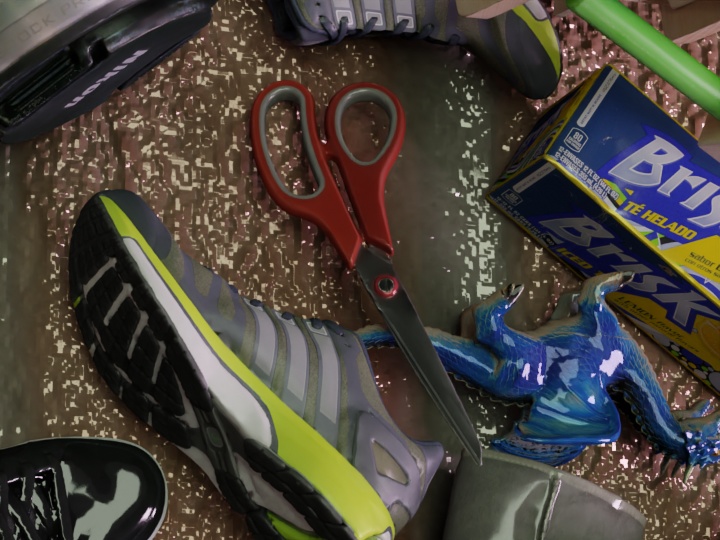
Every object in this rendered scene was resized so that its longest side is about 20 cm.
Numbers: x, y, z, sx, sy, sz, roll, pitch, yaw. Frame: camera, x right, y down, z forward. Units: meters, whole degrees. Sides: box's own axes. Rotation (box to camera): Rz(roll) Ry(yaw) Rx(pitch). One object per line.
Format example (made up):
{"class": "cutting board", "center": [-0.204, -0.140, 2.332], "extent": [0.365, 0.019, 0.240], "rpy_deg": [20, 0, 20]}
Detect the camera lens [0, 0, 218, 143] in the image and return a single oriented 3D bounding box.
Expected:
{"class": "camera lens", "center": [-0.157, -0.164, 0.839], "extent": [0.160, 0.160, 0.201], "rpy_deg": [-31, 89, -24]}

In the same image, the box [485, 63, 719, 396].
{"class": "box", "center": [0.162, -0.004, 0.966], "extent": [0.200, 0.070, 0.064], "rpy_deg": [39, 65, -8]}

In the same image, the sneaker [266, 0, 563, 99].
{"class": "sneaker", "center": [0.004, -0.131, 0.948], "extent": [0.199, 0.074, 0.081], "rpy_deg": [31, 83, -8]}

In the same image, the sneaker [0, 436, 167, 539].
{"class": "sneaker", "center": [-0.159, 0.109, 0.798], "extent": [0.199, 0.112, 0.073], "rpy_deg": [-13, 83, -22]}

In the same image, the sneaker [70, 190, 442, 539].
{"class": "sneaker", "center": [-0.047, 0.043, 0.875], "extent": [0.200, 0.074, 0.081], "rpy_deg": [50, 51, 0]}

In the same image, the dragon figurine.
{"class": "dragon figurine", "center": [0.084, 0.058, 0.929], "extent": [0.199, 0.059, 0.100], "rpy_deg": [-6, 79, -23]}

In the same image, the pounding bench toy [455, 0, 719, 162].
{"class": "pounding bench toy", "center": [0.123, -0.145, 0.887], "extent": [0.155, 0.124, 0.201], "rpy_deg": [0, 80, -34]}

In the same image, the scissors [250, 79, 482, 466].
{"class": "scissors", "center": [0.000, 0.000, 0.908], "extent": [0.073, 0.014, 0.201], "rpy_deg": [-9, 68, -9]}

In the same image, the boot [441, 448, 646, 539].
{"class": "boot", "center": [0.033, 0.173, 0.876], "extent": [0.181, 0.072, 0.201], "rpy_deg": [23, 77, -28]}
